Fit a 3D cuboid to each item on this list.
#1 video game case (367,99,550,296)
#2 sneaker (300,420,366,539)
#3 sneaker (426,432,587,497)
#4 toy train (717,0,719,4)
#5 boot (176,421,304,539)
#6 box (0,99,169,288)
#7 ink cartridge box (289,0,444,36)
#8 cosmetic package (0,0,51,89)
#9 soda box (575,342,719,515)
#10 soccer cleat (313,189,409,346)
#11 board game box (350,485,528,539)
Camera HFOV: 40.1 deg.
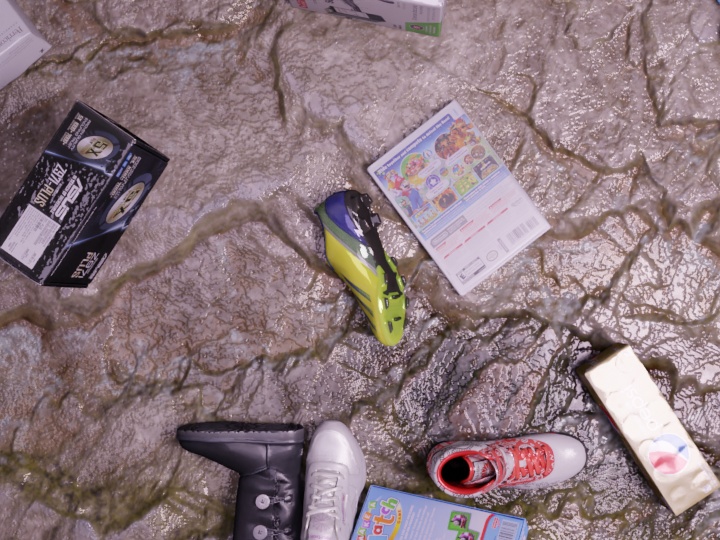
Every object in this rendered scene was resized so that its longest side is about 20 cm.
[{"bbox_3d":[0.122,-0.090,1.236,0.143,0.018,0.201,-37,87,2],"label":"video game case"},{"bbox_3d":[-0.033,0.285,1.194,0.074,0.100,0.203,0,87,5],"label":"sneaker"},{"bbox_3d":[0.179,0.235,1.179,0.199,0.108,0.068,-2,88,3],"label":"sneaker"},{"bbox_3d":[0.505,-0.302,1.192,0.113,0.087,0.202,-11,86,-6],"label":"toy train"},{"bbox_3d":[-0.149,0.293,1.222,0.163,0.066,0.203,1,93,5],"label":"boot"},{"bbox_3d":[-0.335,-0.085,1.187,0.086,0.164,0.201,33,90,3],"label":"box"},{"bbox_3d":[0.009,-0.355,1.185,0.198,0.145,0.085,12,91,4],"label":"ink cartridge box"},{"bbox_3d":[-0.501,-0.331,1.244,0.113,0.081,0.200,-41,86,-1],"label":"cosmetic package"},{"bbox_3d":[0.346,0.188,1.194,0.067,0.064,0.201,-33,88,2],"label":"soda box"},{"bbox_3d":[0.000,-0.001,1.228,0.083,0.065,0.202,-18,92,32],"label":"soccer cleat"},{"bbox_3d":[0.080,0.342,1.148,0.198,0.037,0.152,8,54,24],"label":"board game box"}]
